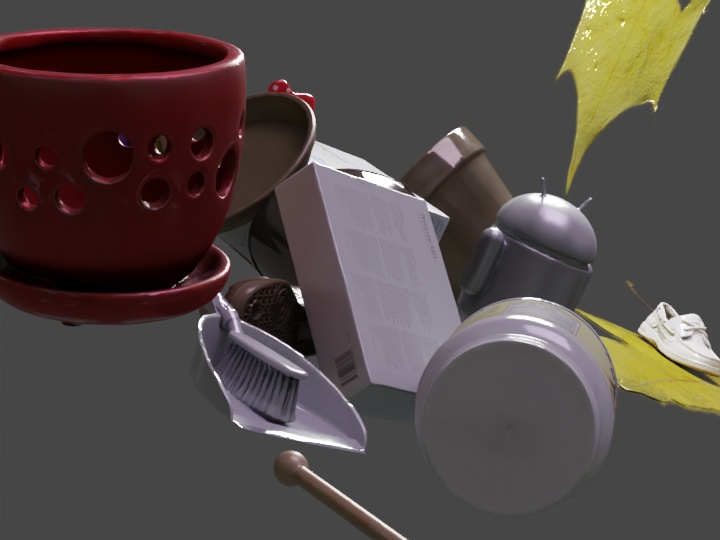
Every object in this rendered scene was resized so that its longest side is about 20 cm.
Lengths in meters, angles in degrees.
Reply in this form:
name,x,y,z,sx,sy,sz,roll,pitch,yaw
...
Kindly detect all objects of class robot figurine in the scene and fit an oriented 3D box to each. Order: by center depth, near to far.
name,x,y,z,sx,sy,sz,roll,pitch,yaw
robot figurine,0.174,0.006,2.031,0.169,0.201,0.113,15,12,-45

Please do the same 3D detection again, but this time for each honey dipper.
name,x,y,z,sx,sy,sz,roll,pitch,yaw
honey dipper,0.007,0.154,1.167,0.038,0.038,0.199,17,8,-43

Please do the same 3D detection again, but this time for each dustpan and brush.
name,x,y,z,sx,sy,sz,roll,pitch,yaw
dustpan and brush,-0.087,0.056,1.416,0.139,0.058,0.200,17,11,-44

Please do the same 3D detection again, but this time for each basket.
name,x,y,z,sx,sy,sz,roll,pitch,yaw
basket,0.000,0.000,1.795,0.179,0.137,0.200,-3,20,-12

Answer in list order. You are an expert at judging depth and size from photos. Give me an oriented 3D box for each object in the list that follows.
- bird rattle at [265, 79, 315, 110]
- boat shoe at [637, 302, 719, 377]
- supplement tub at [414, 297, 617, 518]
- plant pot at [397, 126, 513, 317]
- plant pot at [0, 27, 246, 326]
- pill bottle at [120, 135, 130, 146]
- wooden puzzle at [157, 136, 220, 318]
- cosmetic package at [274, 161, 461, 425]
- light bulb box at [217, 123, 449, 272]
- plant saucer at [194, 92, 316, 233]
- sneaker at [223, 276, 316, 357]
name,x,y,z,sx,sy,sz,roll,pitch,yaw
bird rattle,-0.152,-0.149,2.185,0.198,0.164,0.113,6,40,-22
boat shoe,0.469,0.095,2.837,0.070,0.070,0.200,23,9,-26
supplement tub,0.116,0.100,1.440,0.144,0.146,0.200,25,8,6
plant pot,0.116,-0.037,2.288,0.173,0.200,0.200,44,11,9
plant pot,-0.182,-0.068,1.373,0.198,0.184,0.201,4,16,-1
pill bottle,-0.252,-0.084,1.636,0.112,0.113,0.200,25,8,0
wooden puzzle,-0.159,-0.063,1.656,0.037,0.187,0.200,-14,18,-7
cosmetic package,0.016,0.023,1.588,0.150,0.052,0.201,15,52,-46
light bulb box,-0.051,-0.062,2.066,0.199,0.126,0.198,18,11,-35
plant saucer,-0.130,-0.102,1.947,0.200,0.200,0.030,35,-19,53
sneaker,-0.084,0.040,1.575,0.075,0.071,0.200,10,-3,19
